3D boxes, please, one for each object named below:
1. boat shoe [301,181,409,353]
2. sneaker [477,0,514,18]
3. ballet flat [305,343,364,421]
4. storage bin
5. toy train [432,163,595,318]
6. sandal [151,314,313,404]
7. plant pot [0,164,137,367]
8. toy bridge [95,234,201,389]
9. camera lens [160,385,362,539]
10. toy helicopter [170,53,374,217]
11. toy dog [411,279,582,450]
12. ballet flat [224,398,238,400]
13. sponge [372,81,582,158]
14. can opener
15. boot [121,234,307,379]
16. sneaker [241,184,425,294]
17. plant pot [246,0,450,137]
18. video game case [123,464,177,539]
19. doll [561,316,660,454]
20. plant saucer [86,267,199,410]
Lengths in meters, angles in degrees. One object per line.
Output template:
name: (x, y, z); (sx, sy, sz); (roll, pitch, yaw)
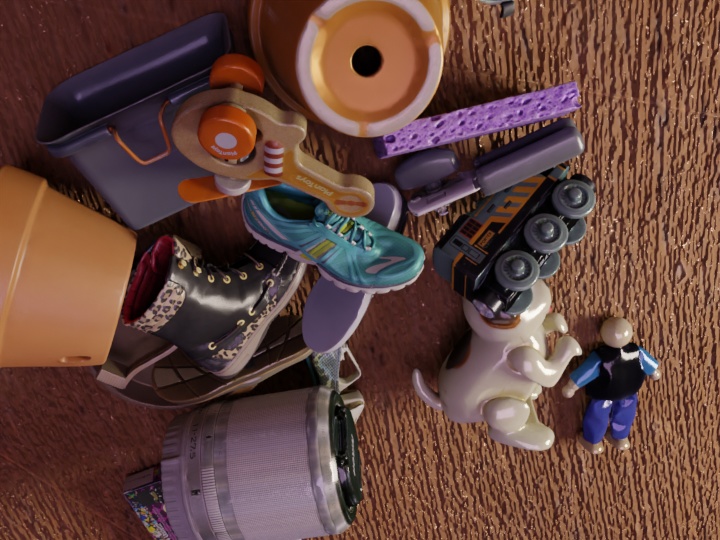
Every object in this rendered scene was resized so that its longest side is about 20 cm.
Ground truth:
boat shoe: (0.000, 0.000, 0.880); (0.066, 0.069, 0.202); (16, 96, -60)
sneaker: (0.178, -0.301, 0.731); (0.198, 0.119, 0.074); (-26, 118, 4)
ballet flat: (-0.028, 0.151, 0.976); (0.073, 0.075, 0.202); (-11, 121, -3)
storage bin: (-0.187, -0.131, 0.764); (0.198, 0.146, 0.135); (-24, 130, 5)
toy train: (0.167, -0.043, 0.846); (0.200, 0.113, 0.085); (-49, 159, -17)
sandal: (-0.142, 0.110, 0.908); (0.197, 0.081, 0.054); (-18, 142, -4)
plant pot: (-0.307, 0.011, 0.780); (0.138, 0.201, 0.202); (15, 116, -18)
toy bridge: (-0.227, 0.058, 0.883); (0.067, 0.027, 0.201); (26, 111, -22)
camera lens: (-0.103, 0.221, 0.882); (0.197, 0.161, 0.162); (-10, 120, 6)
toy helicopter: (-0.077, -0.092, 0.706); (0.198, 0.080, 0.132); (24, 139, -28)
toy dog: (0.165, 0.083, 0.946); (0.191, 0.140, 0.203); (9, 117, 8)
ballet flat: (-0.099, 0.227, 0.982); (0.199, 0.046, 0.068); (37, 79, -1)
sponge: (0.113, -0.151, 0.807); (0.197, 0.112, 0.030); (-14, 96, -2)
can opener: (0.134, -0.112, 0.827); (0.198, 0.053, 0.067); (-19, 120, 13)
boot: (-0.147, 0.003, 0.824); (0.150, 0.073, 0.201); (32, 89, -45)
sneaker: (-0.028, -0.038, 0.788); (0.198, 0.078, 0.080); (20, 151, -2)
plant pot: (-0.003, -0.212, 0.713); (0.197, 0.184, 0.203); (-4, 119, -7)
video game case: (-0.193, 0.327, 1.063); (0.179, 0.036, 0.202); (-21, 119, 1)
doll: (0.330, 0.152, 1.043); (0.134, 0.049, 0.202); (-6, 120, -7)
plant saucer: (-0.227, 0.077, 0.926); (0.197, 0.030, 0.203); (-4, 119, -8)
